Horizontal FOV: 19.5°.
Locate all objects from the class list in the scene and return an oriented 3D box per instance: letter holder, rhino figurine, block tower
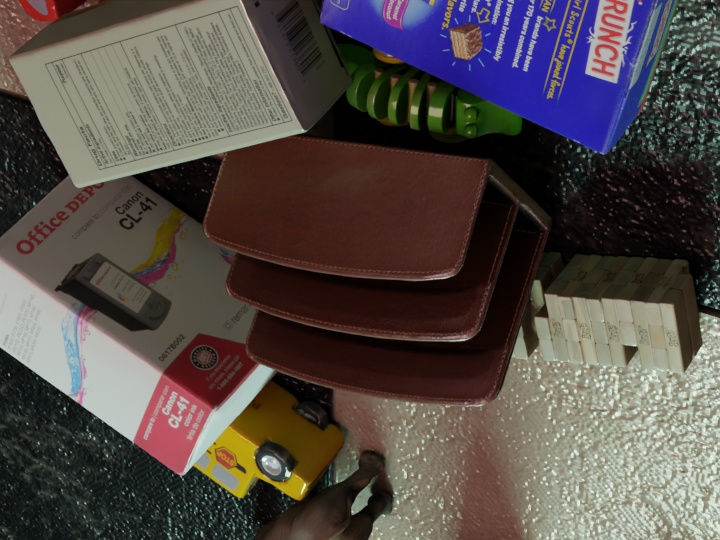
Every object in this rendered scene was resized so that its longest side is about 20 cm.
[{"bbox_3d":[0.000,0.000,1.353,0.199,0.143,0.101,9,164,32],"label":"letter holder"},{"bbox_3d":[-0.052,0.214,1.607,0.060,0.087,0.200,47,134,-4],"label":"rhino figurine"},{"bbox_3d":[0.126,0.024,1.376,0.199,0.054,0.058,6,124,31],"label":"block tower"}]

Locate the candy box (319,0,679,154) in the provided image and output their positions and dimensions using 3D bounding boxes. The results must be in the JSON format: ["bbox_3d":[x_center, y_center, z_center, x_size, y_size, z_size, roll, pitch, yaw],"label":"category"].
[{"bbox_3d":[0.090,-0.187,1.232,0.199,0.077,0.170,28,132,15],"label":"candy box"}]

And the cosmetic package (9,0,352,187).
[{"bbox_3d":[-0.116,-0.128,1.345,0.199,0.071,0.106,-9,116,35],"label":"cosmetic package"}]

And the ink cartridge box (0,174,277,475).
[{"bbox_3d":[-0.158,0.029,1.502,0.200,0.148,0.086,35,134,6],"label":"ink cartridge box"}]

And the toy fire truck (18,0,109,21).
[{"bbox_3d":[-0.142,-0.168,1.418,0.199,0.049,0.142,7,124,29],"label":"toy fire truck"}]

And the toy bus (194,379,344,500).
[{"bbox_3d":[-0.113,0.103,1.583,0.199,0.065,0.078,35,134,7],"label":"toy bus"}]

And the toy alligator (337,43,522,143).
[{"bbox_3d":[0.060,-0.105,1.326,0.199,0.054,0.060,18,130,22],"label":"toy alligator"}]
